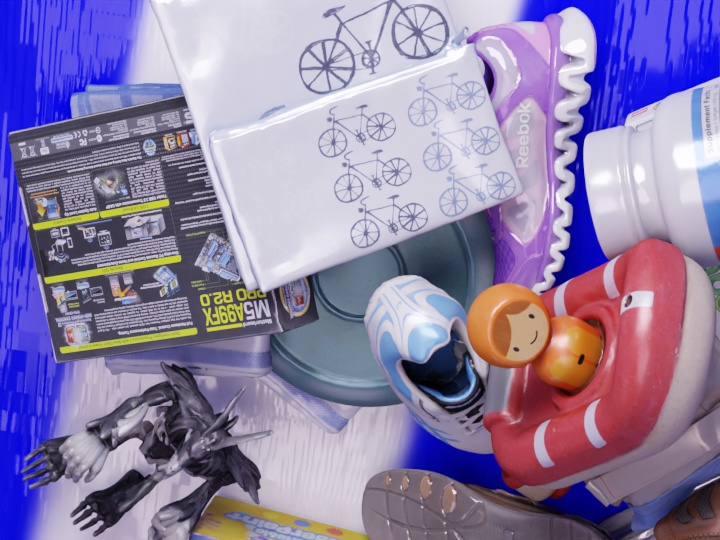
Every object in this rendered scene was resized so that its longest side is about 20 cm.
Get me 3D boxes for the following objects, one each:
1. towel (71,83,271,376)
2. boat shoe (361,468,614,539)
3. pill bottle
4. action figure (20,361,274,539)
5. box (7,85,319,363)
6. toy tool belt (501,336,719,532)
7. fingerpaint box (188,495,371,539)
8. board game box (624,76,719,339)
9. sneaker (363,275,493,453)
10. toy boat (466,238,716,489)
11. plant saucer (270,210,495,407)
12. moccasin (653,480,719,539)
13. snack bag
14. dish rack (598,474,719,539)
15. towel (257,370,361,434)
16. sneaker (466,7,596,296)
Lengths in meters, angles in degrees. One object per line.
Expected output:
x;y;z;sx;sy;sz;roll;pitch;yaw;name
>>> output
-0.128;-0.026;1.724;0.146;0.024;0.202;2;103;37;towel
0.092;0.185;1.747;0.199;0.072;0.076;18;95;29;boat shoe
0.244;-0.063;1.587;0.198;0.112;0.113;-11;103;16;pill bottle
-0.144;0.136;1.736;0.119;0.102;0.199;51;142;-13;action figure
-0.131;-0.030;1.676;0.199;0.044;0.162;-9;96;36;box
0.195;0.118;1.679;0.122;0.125;0.200;32;136;-15;toy tool belt
-0.030;0.267;1.799;0.198;0.073;0.168;13;109;8;fingerpaint box
0.268;-0.031;1.668;0.125;0.035;0.201;-22;100;18;board game box
0.060;0.076;1.676;0.072;0.200;0.073;-33;53;4;sneaker
0.124;0.047;1.565;0.130;0.131;0.200;22;151;-25;toy boat
0.000;0.000;1.719;0.198;0.027;0.202;2;106;8;plant saucer
0.262;0.223;1.664;0.077;0.074;0.201;-29;123;26;moccasin
-0.014;-0.109;1.596;0.187;0.021;0.201;-19;95;-8;snack bag
0.267;0.218;1.737;0.199;0.044;0.172;-28;97;17;dish rack
-0.017;0.001;1.747;0.147;0.024;0.200;38;110;-1;towel
0.095;-0.073;1.661;0.088;0.081;0.202;4;102;-11;sneaker
